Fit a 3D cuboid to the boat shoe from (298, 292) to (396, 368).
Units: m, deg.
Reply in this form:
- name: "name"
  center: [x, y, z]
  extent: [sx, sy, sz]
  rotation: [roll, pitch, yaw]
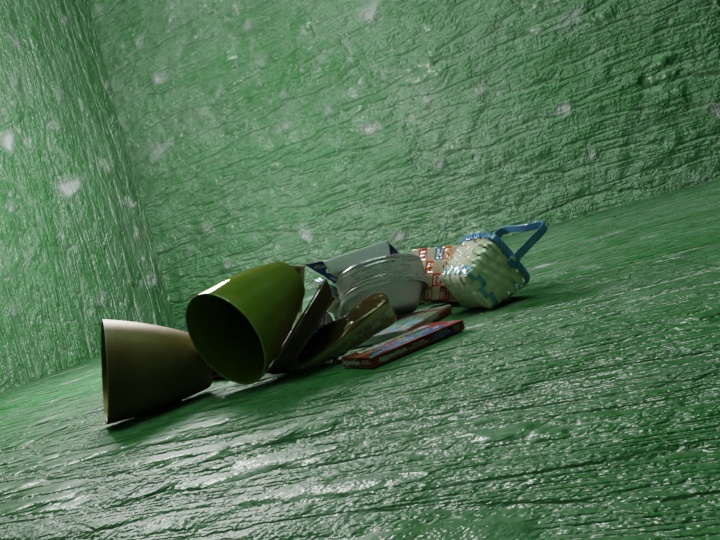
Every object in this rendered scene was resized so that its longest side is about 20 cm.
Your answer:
- name: "boat shoe"
  center: [-0.021, 0.122, 1.362]
  extent: [0.198, 0.063, 0.073]
  rotation: [-34, 29, -3]

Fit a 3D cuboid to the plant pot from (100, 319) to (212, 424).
- name: "plant pot"
  center: [-0.384, 0.184, 1.417]
  extent: [0.195, 0.192, 0.186]
  rotation: [-1, -3, -23]

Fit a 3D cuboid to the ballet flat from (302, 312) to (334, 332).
- name: "ballet flat"
  center: [-0.151, 0.139, 1.754]
  extent: [0.196, 0.074, 0.072]
  rotation: [-18, 4, -28]

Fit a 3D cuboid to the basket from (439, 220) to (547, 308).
- name: "basket"
  center: [0.265, -0.020, 1.489]
  extent: [0.201, 0.139, 0.176]
  rotation: [-49, 12, -14]

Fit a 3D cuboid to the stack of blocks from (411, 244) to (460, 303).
- name: "stack of blocks"
  center: [0.190, 0.010, 1.654]
  extent: [0.057, 0.119, 0.198]
  rotation: [10, -8, -33]

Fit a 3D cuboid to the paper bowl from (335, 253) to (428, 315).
- name: "paper bowl"
  center: [0.051, 0.048, 1.621]
  extent: [0.195, 0.107, 0.201]
  rotation: [-13, -19, -4]

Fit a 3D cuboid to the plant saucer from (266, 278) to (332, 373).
- name: "plant saucer"
  center: [-0.105, 0.109, 1.372]
  extent: [0.203, 0.034, 0.200]
  rotation: [-58, 3, 4]

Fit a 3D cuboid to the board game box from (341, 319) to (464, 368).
- name: "board game box"
  center: [0.073, 0.124, 1.273]
  extent: [0.196, 0.020, 0.102]
  rotation: [-18, 2, -31]

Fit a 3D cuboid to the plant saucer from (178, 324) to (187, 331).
- name: "plant saucer"
  center: [-0.351, 0.180, 1.832]
  extent: [0.195, 0.040, 0.202]
  rotation: [8, -21, 3]

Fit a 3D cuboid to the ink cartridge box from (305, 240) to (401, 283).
- name: "ink cartridge box"
  center: [0.000, 0.000, 1.685]
  extent: [0.195, 0.042, 0.199]
  rotation: [-15, -17, 15]

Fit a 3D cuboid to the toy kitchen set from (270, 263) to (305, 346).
- name: "toy kitchen set"
  center: [-0.199, 0.080, 1.557]
  extent: [0.158, 0.186, 0.200]
  rotation: [4, 2, -5]

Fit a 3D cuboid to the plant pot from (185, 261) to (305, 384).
- name: "plant pot"
  center: [-0.194, 0.075, 1.404]
  extent: [0.184, 0.190, 0.200]
  rotation: [-13, 21, 39]

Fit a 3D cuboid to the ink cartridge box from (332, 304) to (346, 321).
- name: "ink cartridge box"
  center: [-0.002, 0.086, 1.919]
  extent: [0.113, 0.069, 0.200]
  rotation: [-17, 3, 8]

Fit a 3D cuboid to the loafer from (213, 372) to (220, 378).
- name: "loafer"
  center: [-0.335, 0.202, 1.622]
  extent: [0.197, 0.074, 0.062]
  rotation: [-10, 10, 42]

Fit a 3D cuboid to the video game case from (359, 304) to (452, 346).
- name: "video game case"
  center: [0.081, 0.110, 1.494]
  extent: [0.140, 0.018, 0.199]
  rotation: [-14, 4, 34]

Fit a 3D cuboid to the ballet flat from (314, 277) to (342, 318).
- name: "ballet flat"
  center: [-0.048, 0.077, 1.778]
  extent: [0.197, 0.076, 0.073]
  rotation: [22, 27, 38]
